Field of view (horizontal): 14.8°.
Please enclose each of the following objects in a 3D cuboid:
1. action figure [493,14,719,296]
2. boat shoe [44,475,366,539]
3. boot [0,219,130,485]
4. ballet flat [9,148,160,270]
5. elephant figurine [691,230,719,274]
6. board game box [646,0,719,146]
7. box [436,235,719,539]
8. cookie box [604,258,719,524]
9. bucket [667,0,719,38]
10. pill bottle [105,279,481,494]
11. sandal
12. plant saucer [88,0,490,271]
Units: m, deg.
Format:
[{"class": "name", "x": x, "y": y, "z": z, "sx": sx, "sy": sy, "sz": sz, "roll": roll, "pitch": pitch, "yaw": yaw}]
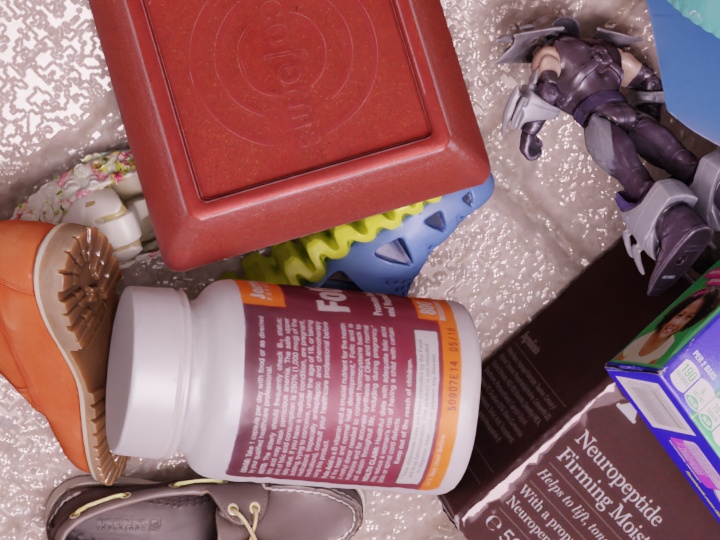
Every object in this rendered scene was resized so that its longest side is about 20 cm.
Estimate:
[{"class": "action figure", "x": 0.149, "y": -0.082, "z": 1.620, "sx": 0.130, "sy": 0.200, "sz": 0.070, "roll": -12, "pitch": 142, "yaw": -34}, {"class": "boat shoe", "x": -0.092, "y": 0.156, "z": 1.694, "sx": 0.199, "sy": 0.060, "sz": 0.072, "roll": -1, "pitch": 104, "yaw": -9}, {"class": "boot", "x": -0.188, "y": 0.044, "z": 1.639, "sx": 0.107, "sy": 0.075, "sz": 0.200, "roll": 9, "pitch": 136, "yaw": 22}, {"class": "ballet flat", "x": -0.121, "y": -0.041, "z": 1.637, "sx": 0.199, "sy": 0.064, "sz": 0.076, "roll": -23, "pitch": 107, "yaw": -2}, {"class": "elephant figurine", "x": 0.310, "y": -0.011, "z": 1.679, "sx": 0.200, "sy": 0.142, "sz": 0.155, "roll": 28, "pitch": 114, "yaw": -8}, {"class": "board game box", "x": 0.239, "y": -0.140, "z": 1.642, "sx": 0.157, "sy": 0.039, "sz": 0.201, "roll": 0, "pitch": 62, "yaw": -15}, {"class": "box", "x": 0.162, "y": 0.114, "z": 1.668, "sx": 0.200, "sy": 0.164, "sz": 0.166, "roll": -42, "pitch": 107, "yaw": 3}, {"class": "cookie box", "x": 0.266, "y": 0.053, "z": 1.551, "sx": 0.200, "sy": 0.075, "sz": 0.171, "roll": -42, "pitch": 107, "yaw": -15}, {"class": "bucket", "x": 0.267, "y": -0.197, "z": 1.535, "sx": 0.206, "sy": 0.207, "sz": 0.135, "roll": 12, "pitch": 117, "yaw": -11}, {"class": "pill bottle", "x": -0.040, "y": 0.065, "z": 1.585, "sx": 0.199, "sy": 0.114, "sz": 0.115, "roll": 6, "pitch": 104, "yaw": -14}, {"class": "sandal", "x": 0.000, "y": 0.000, "z": 1.665, "sx": 0.200, "sy": 0.080, "sz": 0.087, "roll": -35, "pitch": 113, "yaw": 9}, {"class": "plant saucer", "x": -0.044, "y": -0.122, "z": 1.603, "sx": 0.199, "sy": 0.037, "sz": 0.200, "roll": -16, "pitch": 83, "yaw": -5}]
